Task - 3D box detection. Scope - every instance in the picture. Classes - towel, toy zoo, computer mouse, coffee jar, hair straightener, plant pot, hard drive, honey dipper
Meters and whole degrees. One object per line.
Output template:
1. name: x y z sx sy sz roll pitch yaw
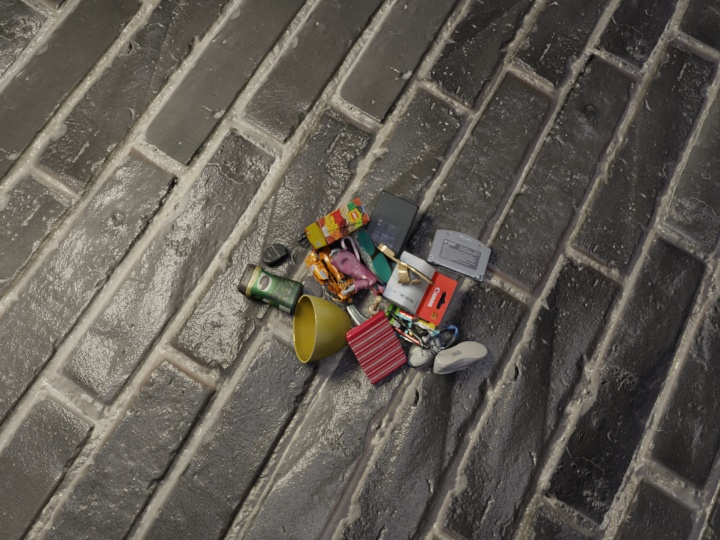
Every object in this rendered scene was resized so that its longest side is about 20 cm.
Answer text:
1. towel: 0.051 0.238 1.610 0.143 0.022 0.203 -31 115 -10
2. toy zoo: 0.166 0.158 1.664 0.197 0.021 0.133 23 76 26
3. computer mouse: -0.238 -0.076 1.733 0.198 0.034 0.059 -30 63 -15
4. coffee jar: -0.287 0.057 1.664 0.196 0.086 0.106 22 71 1
5. hair straightener: 0.159 0.176 1.619 0.198 0.041 0.078 30 78 33
6. plant pot: -0.110 0.180 1.610 0.139 0.199 0.205 4 75 -27
7. hard drive: 0.093 -0.146 1.701 0.137 0.033 0.203 24 76 2
8. honey dipper: 0.047 0.109 1.614 0.037 0.200 0.039 1 75 -2

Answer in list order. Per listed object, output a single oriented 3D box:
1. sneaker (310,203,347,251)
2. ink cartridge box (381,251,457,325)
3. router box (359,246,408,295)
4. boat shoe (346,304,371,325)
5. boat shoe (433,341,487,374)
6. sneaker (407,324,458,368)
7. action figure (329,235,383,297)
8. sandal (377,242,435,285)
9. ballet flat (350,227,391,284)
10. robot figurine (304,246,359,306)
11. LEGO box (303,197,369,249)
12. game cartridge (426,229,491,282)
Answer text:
1. sneaker: -0.083 -0.128 1.729 0.087 0.074 0.201 41 77 5
2. ink cartridge box: 0.187 0.055 1.639 0.197 0.047 0.162 26 75 11
3. router box: 0.081 -0.037 1.723 0.148 0.062 0.203 -26 79 -11
4. boat shoe: 0.037 0.176 1.661 0.062 0.073 0.200 -43 90 -1
5. boat shoe: 0.314 0.283 1.655 0.197 0.069 0.072 -15 49 -32
6. sneaker: 0.231 0.233 1.656 0.199 0.085 0.078 -37 81 -11
7. action figure: 0.000 0.000 1.601 0.199 0.134 0.150 39 121 6
8. sandal: 0.127 0.005 1.607 0.210 0.078 0.070 38 97 12
9. ballet flat: 0.030 -0.049 1.647 0.071 0.072 0.202 -34 111 -11
10. robot figurine: -0.084 0.020 1.671 0.201 0.058 0.144 50 43 11
11. LEGO box: -0.076 -0.139 1.602 0.147 0.199 0.078 -31 97 -17
12. game cartridge: 0.333 -0.057 1.758 0.196 0.041 0.136 21 79 1
